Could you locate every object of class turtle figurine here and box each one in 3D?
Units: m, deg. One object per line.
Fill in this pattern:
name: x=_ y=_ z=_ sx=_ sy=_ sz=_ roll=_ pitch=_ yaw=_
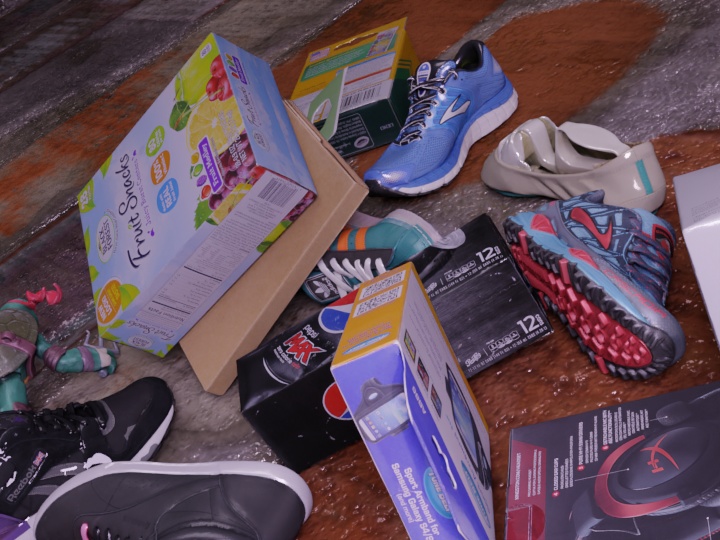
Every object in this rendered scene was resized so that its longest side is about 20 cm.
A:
turtle figurine: x=-0.294 y=0.090 z=0.955 sx=0.149 sy=0.101 sz=0.200 roll=-17 pitch=36 yaw=19

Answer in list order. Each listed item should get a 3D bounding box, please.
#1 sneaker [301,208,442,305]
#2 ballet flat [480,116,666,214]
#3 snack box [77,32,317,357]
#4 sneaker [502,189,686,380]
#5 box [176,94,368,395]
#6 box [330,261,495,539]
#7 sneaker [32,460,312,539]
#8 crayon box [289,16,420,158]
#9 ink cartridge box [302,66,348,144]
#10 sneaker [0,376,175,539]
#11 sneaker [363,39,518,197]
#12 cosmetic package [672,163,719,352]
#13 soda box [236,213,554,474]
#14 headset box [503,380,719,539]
sneaker: x=0.000 y=0.000 z=0.875 sx=0.080 sy=0.071 sz=0.200 roll=-40 pitch=23 yaw=-20
ballet flat: x=0.155 y=-0.088 z=0.885 sx=0.069 sy=0.070 sz=0.200 roll=-38 pitch=30 yaw=-19
snack box: x=-0.138 y=-0.059 z=0.908 sx=0.200 sy=0.068 sz=0.169 roll=-46 pitch=43 yaw=24
sneaker: x=0.163 y=-0.007 z=0.732 sx=0.095 sy=0.079 sz=0.200 roll=-27 pitch=29 yaw=-3
box: x=-0.088 y=-0.024 z=0.904 sx=0.200 sy=0.021 sz=0.164 roll=-53 pitch=40 yaw=13
box: x=0.031 y=0.075 z=0.608 sx=0.041 sy=0.119 sz=0.200 roll=-23 pitch=9 yaw=11
sneaker: x=-0.134 y=0.172 z=0.698 sx=0.200 sy=0.071 sz=0.099 roll=-10 pitch=28 yaw=22
crayon box: x=-0.007 y=-0.186 z=1.198 sx=0.126 sy=0.052 sz=0.200 roll=-16 pitch=31 yaw=20
ink cartridge box: x=-0.070 y=-0.073 z=1.002 sx=0.200 sy=0.048 sz=0.146 roll=-39 pitch=22 yaw=24
sneaker: x=-0.228 y=0.130 z=0.831 sx=0.200 sy=0.088 sz=0.076 roll=-39 pitch=30 yaw=-20
sneaker: x=0.061 y=-0.137 z=1.021 sx=0.078 sy=0.089 sz=0.200 roll=2 pitch=40 yaw=44
cosmetic package: x=0.235 y=-0.020 z=0.620 sx=0.113 sy=0.081 sz=0.200 roll=-18 pitch=6 yaw=19
soda box: x=0.019 y=0.049 z=0.751 sx=0.200 sy=0.071 sz=0.063 roll=-31 pitch=30 yaw=8
headset box: x=0.151 y=0.129 z=0.522 sx=0.200 sy=0.075 sz=0.149 roll=-17 pitch=30 yaw=19
